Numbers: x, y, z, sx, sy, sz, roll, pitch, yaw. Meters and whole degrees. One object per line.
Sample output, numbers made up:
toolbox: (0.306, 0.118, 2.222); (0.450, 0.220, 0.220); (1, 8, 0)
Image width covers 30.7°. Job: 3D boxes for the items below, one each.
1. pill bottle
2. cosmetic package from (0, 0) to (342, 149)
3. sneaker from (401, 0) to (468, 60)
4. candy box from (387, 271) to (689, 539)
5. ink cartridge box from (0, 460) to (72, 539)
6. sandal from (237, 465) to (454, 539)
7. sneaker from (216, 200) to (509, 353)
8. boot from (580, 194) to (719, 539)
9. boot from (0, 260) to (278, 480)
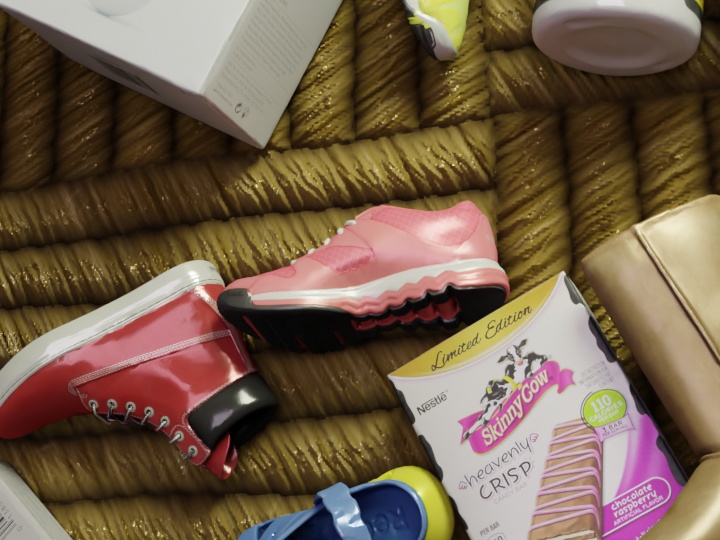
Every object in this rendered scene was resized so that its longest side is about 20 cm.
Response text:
pill bottle: (0.178, -0.242, 0.875); (0.111, 0.111, 0.202); (4, 77, 19)
cosmetic package: (-0.124, -0.229, 0.966); (0.199, 0.123, 0.201); (27, 87, 23)
sneaker: (0.068, -0.248, 0.933); (0.076, 0.075, 0.202); (-2, 77, 19)
candy box: (0.123, 0.122, 0.825); (0.136, 0.061, 0.201); (-31, 68, 8)
ink cartridge box: (-0.262, 0.263, 0.924); (0.176, 0.045, 0.200); (-48, 67, 1)
sandal: (-0.040, 0.185, 0.839); (0.200, 0.087, 0.080); (-36, 69, 22)
sneaker: (0.000, 0.000, 0.901); (0.199, 0.074, 0.087); (-7, 61, 7)
boot: (0.181, 0.075, 0.759); (0.174, 0.066, 0.201); (-21, 69, -13)
boot: (-0.162, 0.101, 0.922); (0.199, 0.072, 0.145); (-29, 70, 5)
